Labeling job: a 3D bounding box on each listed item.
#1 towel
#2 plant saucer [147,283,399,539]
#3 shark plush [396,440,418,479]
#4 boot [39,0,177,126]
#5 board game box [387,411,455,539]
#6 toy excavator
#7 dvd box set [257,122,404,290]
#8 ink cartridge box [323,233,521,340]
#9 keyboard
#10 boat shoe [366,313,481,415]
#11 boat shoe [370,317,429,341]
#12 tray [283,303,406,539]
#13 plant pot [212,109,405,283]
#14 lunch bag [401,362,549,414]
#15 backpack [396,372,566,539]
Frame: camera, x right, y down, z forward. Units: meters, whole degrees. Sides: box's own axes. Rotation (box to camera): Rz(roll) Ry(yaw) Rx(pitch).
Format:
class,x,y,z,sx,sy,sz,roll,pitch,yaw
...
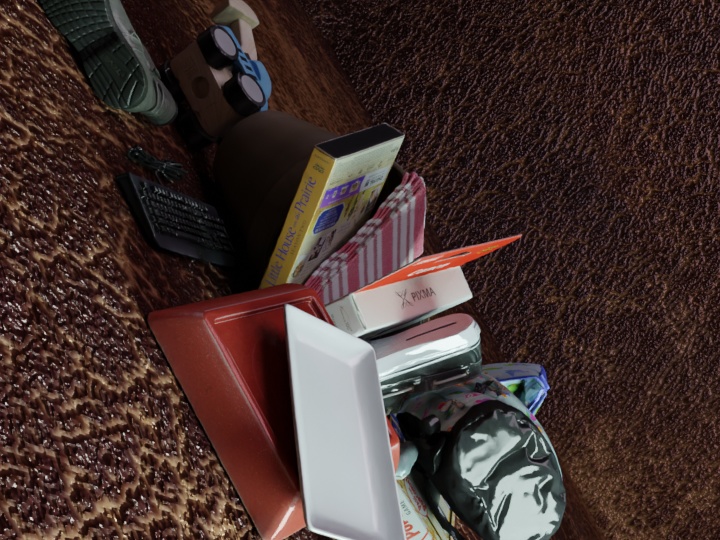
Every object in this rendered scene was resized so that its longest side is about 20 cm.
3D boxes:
class,x,y,z,sx,sy,sz,roll,pitch,yaw
towel,0.000,0.000,1.136,0.030,0.200,0.146,37,-22,20
plant saucer,-0.055,0.098,0.877,0.200,0.037,0.200,-12,69,-58
shark plush,-0.017,0.213,0.943,0.083,0.091,0.200,35,37,-15
boot,-0.256,-0.240,1.083,0.131,0.068,0.200,-12,78,-85
board game box,0.044,0.227,1.144,0.152,0.046,0.200,58,9,-2
toy excavator,-0.160,-0.248,1.306,0.195,0.100,0.200,61,24,7
dvd box set,-0.034,-0.044,1.067,0.029,0.200,0.146,33,29,17
ink cartridge box,0.052,0.025,1.055,0.200,0.173,0.044,-13,80,-53
keyboard,-0.178,-0.066,1.026,0.127,0.021,0.200,60,9,11
boat shoe,0.025,0.105,1.021,0.072,0.199,0.071,-115,-172,-74
boat shoe,0.041,0.102,1.253,0.200,0.072,0.072,110,-24,-46
tray,-0.019,0.126,0.840,0.107,0.022,0.200,28,39,-37
plant pot,-0.073,-0.087,1.201,0.174,0.200,0.200,45,1,32
lunch bag,0.149,0.183,1.361,0.128,0.200,0.170,58,9,3
backpack,0.117,0.181,1.060,0.167,0.126,0.200,67,-10,-12
